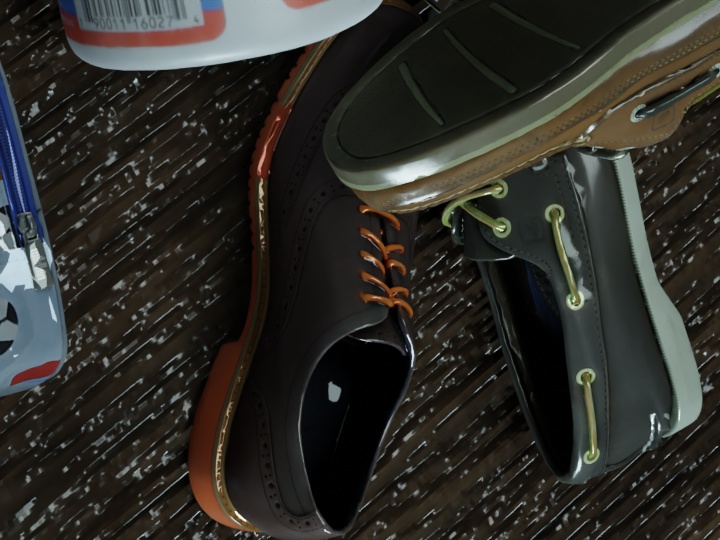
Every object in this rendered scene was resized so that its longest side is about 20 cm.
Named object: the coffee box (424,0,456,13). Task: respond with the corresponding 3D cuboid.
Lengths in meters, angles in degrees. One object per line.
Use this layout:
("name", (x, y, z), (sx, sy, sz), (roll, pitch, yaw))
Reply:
("coffee box", (0.059, -0.183, 0.993), (0.080, 0.200, 0.114), (42, 69, 0))

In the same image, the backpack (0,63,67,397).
("backpack", (-0.181, -0.024, 0.852), (0.154, 0.199, 0.191), (-25, 104, -38))

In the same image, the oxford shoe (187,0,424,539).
("oxford shoe", (0.000, 0.000, 1.058), (0.071, 0.072, 0.201), (14, 88, -38))

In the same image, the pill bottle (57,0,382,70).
("pill bottle", (-0.060, -0.175, 0.961), (0.112, 0.112, 0.201), (-21, 111, -34))

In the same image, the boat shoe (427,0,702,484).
("boat shoe", (0.067, -0.015, 1.108), (0.060, 0.072, 0.202), (-31, 110, -23))

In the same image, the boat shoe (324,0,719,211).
("boat shoe", (0.084, -0.069, 1.025), (0.199, 0.072, 0.068), (-31, 131, -6))
